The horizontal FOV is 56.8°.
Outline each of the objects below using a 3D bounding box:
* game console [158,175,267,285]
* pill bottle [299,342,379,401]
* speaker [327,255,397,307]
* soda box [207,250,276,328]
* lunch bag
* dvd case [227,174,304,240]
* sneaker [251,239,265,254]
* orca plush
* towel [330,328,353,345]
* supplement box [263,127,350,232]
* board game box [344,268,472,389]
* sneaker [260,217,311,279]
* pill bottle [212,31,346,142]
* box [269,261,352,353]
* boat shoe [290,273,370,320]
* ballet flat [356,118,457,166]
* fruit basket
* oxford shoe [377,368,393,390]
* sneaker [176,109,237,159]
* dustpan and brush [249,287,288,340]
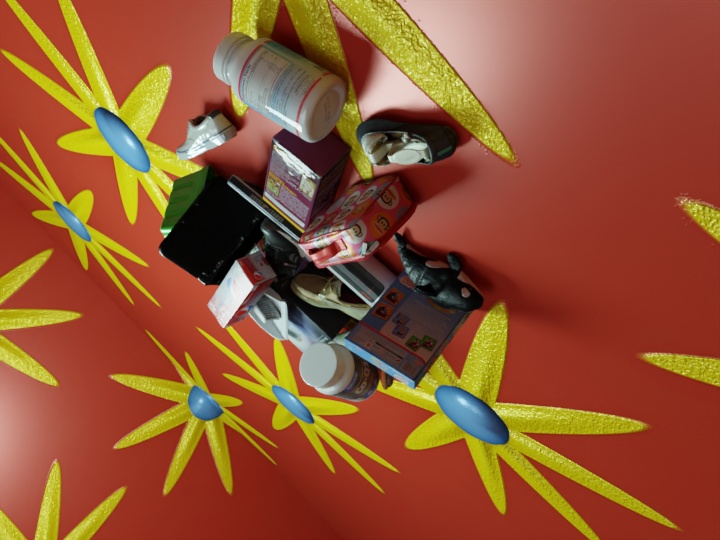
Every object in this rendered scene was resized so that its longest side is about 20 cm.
[{"bbox_3d":[-0.295,-0.079,1.401,0.116,0.200,0.176,40,-177,6],"label":"game console"},{"bbox_3d":[-0.045,0.226,1.487,0.114,0.114,0.200,24,176,31],"label":"pill bottle"},{"bbox_3d":[0.000,0.000,1.312,0.200,0.081,0.081,42,152,2],"label":"speaker"},{"bbox_3d":[-0.252,0.043,1.397,0.070,0.063,0.200,54,138,11],"label":"soda box"},{"bbox_3d":[-0.016,-0.073,1.124,0.082,0.176,0.200,52,151,-17],"label":"lunch bag"},{"bbox_3d":[-0.165,-0.115,1.342,0.200,0.025,0.150,40,-175,6],"label":"dvd case"},{"bbox_3d":[-0.245,-0.001,1.627,0.075,0.081,0.200,29,149,19],"label":"sneaker"},{"bbox_3d":[0.118,0.009,1.156,0.200,0.071,0.105,50,135,19],"label":"orca plush"},{"bbox_3d":[0.004,0.189,1.604,0.149,0.031,0.200,36,156,-14],"label":"towel"},{"bbox_3d":[-0.101,-0.171,1.194,0.110,0.086,0.200,39,153,6],"label":"supplement box"},{"bbox_3d":[0.091,0.096,1.199,0.151,0.200,0.037,29,151,24],"label":"board game box"},{"bbox_3d":[-0.162,-0.033,1.359,0.076,0.088,0.200,39,175,26],"label":"sneaker"},{"bbox_3d":[-0.129,-0.291,1.036,0.200,0.109,0.109,34,151,17],"label":"pill bottle"},{"bbox_3d":[-0.131,0.079,1.548,0.198,0.123,0.200,42,153,-3],"label":"box"},{"bbox_3d":[-0.050,0.044,1.425,0.199,0.074,0.066,18,141,-3],"label":"boat shoe"},{"bbox_3d":[0.051,-0.187,0.994,0.200,0.073,0.073,14,141,43],"label":"ballet flat"},{"bbox_3d":[-0.317,-0.119,1.479,0.215,0.216,0.156,26,149,28],"label":"fruit basket"},{"bbox_3d":[0.075,0.194,1.473,0.200,0.073,0.071,92,169,-45],"label":"oxford shoe"},{"bbox_3d":[-0.323,-0.281,1.358,0.200,0.073,0.071,-10,114,46],"label":"sneaker"},{"bbox_3d":[-0.241,0.064,1.476,0.200,0.057,0.140,44,148,30],"label":"dustpan and brush"}]
